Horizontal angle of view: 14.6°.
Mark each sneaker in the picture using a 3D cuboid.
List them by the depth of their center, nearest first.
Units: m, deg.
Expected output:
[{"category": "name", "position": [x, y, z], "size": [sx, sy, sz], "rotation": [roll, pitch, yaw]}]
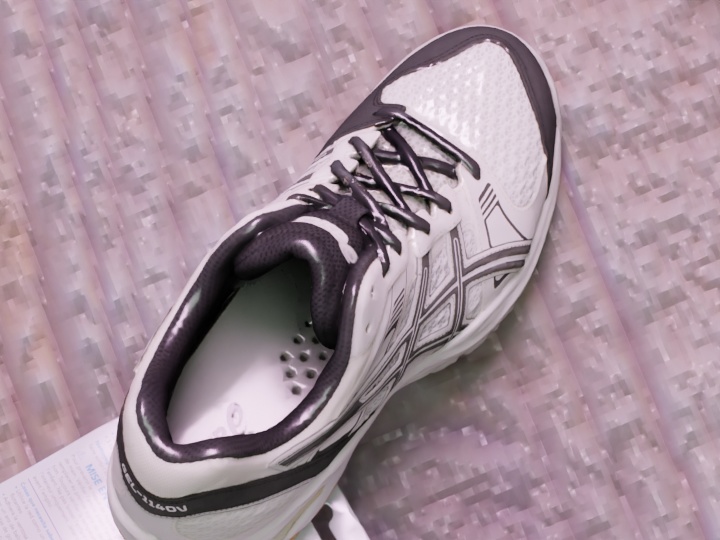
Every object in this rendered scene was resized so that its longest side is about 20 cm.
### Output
[{"category": "sneaker", "position": [0.000, 0.000, 0.822], "size": [0.076, 0.088, 0.200], "rotation": [30, 69, 12]}]

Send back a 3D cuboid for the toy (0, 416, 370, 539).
[{"category": "toy", "position": [-0.091, 0.122, 0.842], "size": [0.200, 0.047, 0.115], "rotation": [-27, 71, -12]}]
